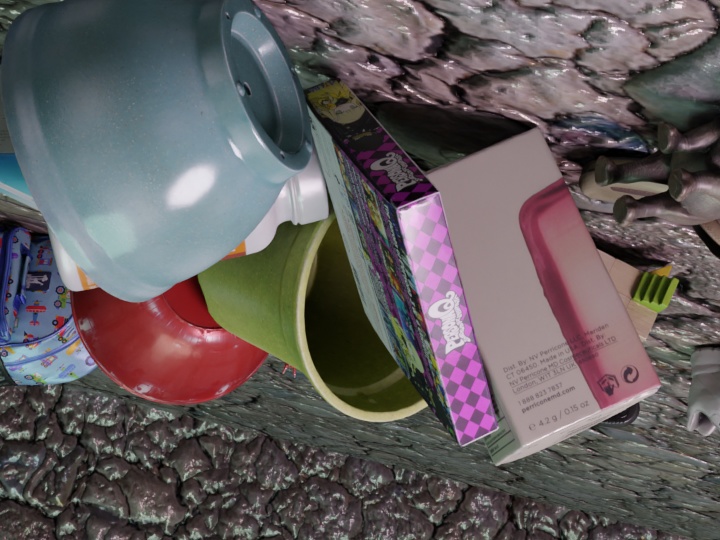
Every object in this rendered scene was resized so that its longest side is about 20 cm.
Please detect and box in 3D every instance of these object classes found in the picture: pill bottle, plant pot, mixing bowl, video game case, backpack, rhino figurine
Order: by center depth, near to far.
[{"bbox_3d":[0.226,-0.067,1.071,0.087,0.060,0.200,-2,172,-19],"label":"rhino figurine"},{"bbox_3d":[-0.114,-0.096,1.101,0.134,0.201,0.200,-20,154,20],"label":"plant pot"},{"bbox_3d":[0.026,-0.008,1.183,0.181,0.036,0.200,-126,16,-54],"label":"video game case"},{"bbox_3d":[-0.129,-0.058,1.272,0.199,0.113,0.112,-12,169,-6],"label":"pill bottle"},{"bbox_3d":[-0.030,0.007,1.423,0.200,0.201,0.184,26,171,-41],"label":"plant pot"},{"bbox_3d":[-0.146,0.015,1.539,0.200,0.201,0.108,19,164,-18],"label":"mixing bowl"},{"bbox_3d":[-0.375,0.039,1.963,0.199,0.183,0.135,-4,146,15],"label":"backpack"}]

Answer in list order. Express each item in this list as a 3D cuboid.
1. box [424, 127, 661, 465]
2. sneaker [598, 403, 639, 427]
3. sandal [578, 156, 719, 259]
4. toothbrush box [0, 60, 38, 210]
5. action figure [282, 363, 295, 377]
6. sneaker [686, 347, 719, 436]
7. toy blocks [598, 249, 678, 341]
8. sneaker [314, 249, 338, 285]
[{"bbox_3d":[0.110,0.021,1.226,0.109,0.201,0.128,-22,171,-9],"label":"box"},{"bbox_3d":[0.229,0.141,1.979,0.199,0.060,0.104,15,167,24],"label":"sneaker"},{"bbox_3d":[0.246,-0.035,1.198,0.200,0.058,0.080,9,166,23],"label":"sandal"},{"bbox_3d":[-0.224,-0.093,1.412,0.146,0.086,0.200,2,161,42],"label":"toothbrush box"},{"bbox_3d":[-0.124,0.052,1.912,0.199,0.099,0.065,11,168,3],"label":"action figure"},{"bbox_3d":[0.375,0.116,1.636,0.074,0.087,0.200,20,165,-17],"label":"sneaker"},{"bbox_3d":[0.170,0.018,1.474,0.136,0.100,0.200,27,166,-1],"label":"toy blocks"},{"bbox_3d":[0.000,0.000,1.544,0.078,0.076,0.200,13,161,-31],"label":"sneaker"}]
